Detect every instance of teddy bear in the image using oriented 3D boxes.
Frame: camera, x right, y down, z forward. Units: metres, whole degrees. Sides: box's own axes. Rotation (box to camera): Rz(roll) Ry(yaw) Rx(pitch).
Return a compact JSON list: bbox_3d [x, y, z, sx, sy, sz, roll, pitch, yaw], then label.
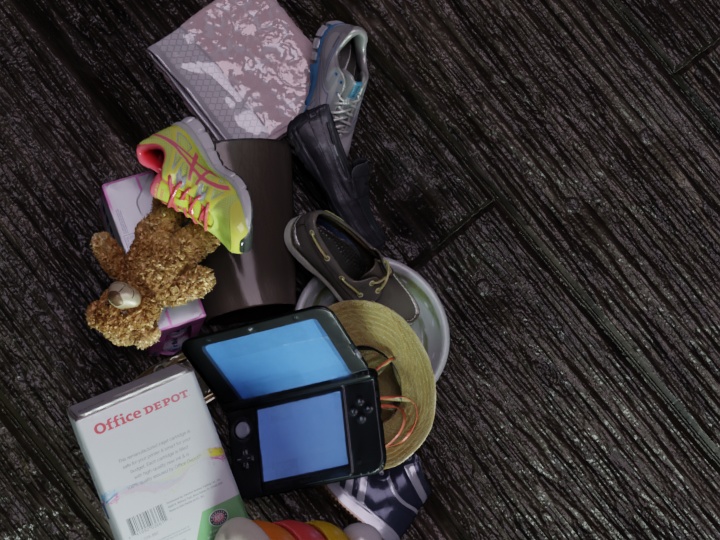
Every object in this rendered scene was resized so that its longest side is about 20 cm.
[{"bbox_3d":[-0.230,-0.010,1.554,0.200,0.067,0.145,-40,83,-21],"label":"teddy bear"}]

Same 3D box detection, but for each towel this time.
[{"bbox_3d":[-0.148,-0.262,1.788,0.191,0.032,0.200,-38,86,-20],"label":"towel"}]

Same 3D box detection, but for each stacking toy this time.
[{"bbox_3d":[-0.055,0.330,1.548,0.199,0.146,0.147,-9,75,-36],"label":"stacking toy"}]

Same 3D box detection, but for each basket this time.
[{"bbox_3d":[-0.151,-0.044,1.671,0.179,0.136,0.201,-4,78,-30],"label":"basket"}]

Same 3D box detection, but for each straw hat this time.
[{"bbox_3d":[0.016,0.135,1.620,0.200,0.085,0.203,-1,87,27],"label":"straw hat"}]

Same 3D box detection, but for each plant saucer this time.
[{"bbox_3d":[0.009,0.083,1.711,0.199,0.050,0.201,4,73,-12],"label":"plant saucer"}]

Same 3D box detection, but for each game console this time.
[{"bbox_3d":[-0.088,0.153,1.554,0.199,0.116,0.177,-15,71,25],"label":"game console"}]

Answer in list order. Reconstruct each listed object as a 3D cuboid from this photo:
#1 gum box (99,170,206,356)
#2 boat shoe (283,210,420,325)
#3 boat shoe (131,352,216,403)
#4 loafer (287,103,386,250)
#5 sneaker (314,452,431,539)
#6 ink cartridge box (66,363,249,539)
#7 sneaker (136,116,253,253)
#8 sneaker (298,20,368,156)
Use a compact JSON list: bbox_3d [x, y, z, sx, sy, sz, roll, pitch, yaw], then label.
[{"bbox_3d":[-0.248,-0.003,1.644,0.066,0.114,0.201,-18,78,-17],"label":"gum box"},{"bbox_3d":[-0.001,0.002,1.653,0.201,0.060,0.072,40,58,-17],"label":"boat shoe"},{"bbox_3d":[-0.190,0.125,1.647,0.200,0.063,0.074,-17,78,-17],"label":"boat shoe"},{"bbox_3d":[-0.017,-0.114,1.724,0.070,0.068,0.201,-29,107,8],"label":"loafer"},{"bbox_3d":[-0.004,0.231,1.653,0.200,0.070,0.109,45,74,-4],"label":"sneaker"},{"bbox_3d":[-0.230,0.225,1.567,0.145,0.087,0.201,-22,101,-18],"label":"ink cartridge box"},{"bbox_3d":[-0.186,-0.085,1.537,0.090,0.078,0.200,-17,51,-28],"label":"sneaker"},{"bbox_3d":[-0.028,-0.218,1.748,0.075,0.087,0.201,2,95,-29],"label":"sneaker"}]
